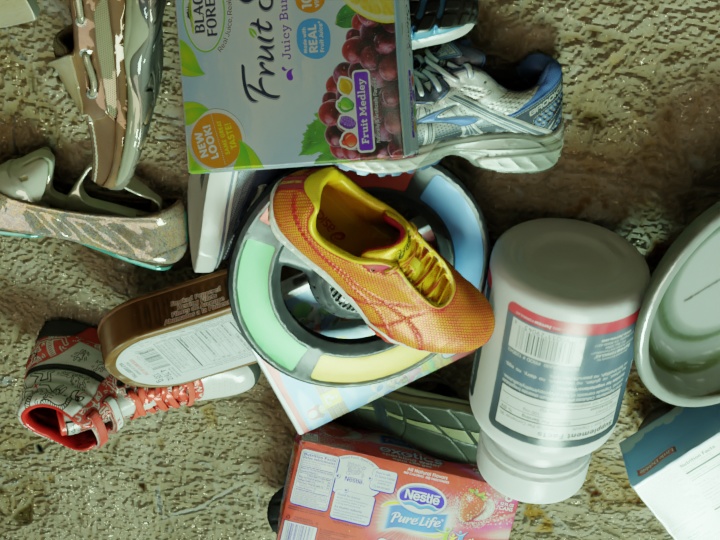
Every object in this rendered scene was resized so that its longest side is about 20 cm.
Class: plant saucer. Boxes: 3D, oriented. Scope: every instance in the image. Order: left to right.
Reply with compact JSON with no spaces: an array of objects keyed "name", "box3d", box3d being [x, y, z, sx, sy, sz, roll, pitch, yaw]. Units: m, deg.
[{"name":"plant saucer","box3d":[0.272,0.007,1.073,0.199,0.050,0.201,-18,131,-21]}]

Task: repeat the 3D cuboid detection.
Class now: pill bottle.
[{"name":"pill bottle","box3d":[0.145,0.073,1.127,0.118,0.120,0.201,8,125,2]}]

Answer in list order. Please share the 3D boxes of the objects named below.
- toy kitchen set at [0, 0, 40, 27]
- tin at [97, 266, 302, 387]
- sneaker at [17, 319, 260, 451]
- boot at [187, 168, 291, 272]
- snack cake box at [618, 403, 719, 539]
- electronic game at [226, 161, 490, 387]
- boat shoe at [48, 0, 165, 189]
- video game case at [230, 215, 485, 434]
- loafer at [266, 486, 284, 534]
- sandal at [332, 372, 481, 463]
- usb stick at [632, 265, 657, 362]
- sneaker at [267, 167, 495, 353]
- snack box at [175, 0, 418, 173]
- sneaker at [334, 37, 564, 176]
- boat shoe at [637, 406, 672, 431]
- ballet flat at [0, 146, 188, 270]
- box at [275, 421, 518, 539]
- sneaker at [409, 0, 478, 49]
[{"name":"toy kitchen set","box3d":[-0.318,-0.218,0.913,0.179,0.164,0.201,-8,133,18]},{"name":"tin","box3d":[-0.113,0.044,1.186,0.198,0.042,0.112,-18,156,8]},{"name":"sneaker","box3d":[-0.191,0.109,1.258,0.199,0.108,0.068,8,136,2]},{"name":"boot","box3d":[-0.076,-0.063,1.095,0.089,0.073,0.200,-3,151,-15]},{"name":"snack cake box","box3d":[0.321,0.139,1.170,0.199,0.067,0.115,-35,110,15]},{"name":"electronic game","box3d":[0.000,0.000,1.084,0.198,0.042,0.202,-7,121,-11]},{"name":"boat shoe","box3d":[-0.175,-0.147,1.014,0.071,0.076,0.201,10,126,-4]},{"name":"video game case","box3d":[0.015,0.038,1.156,0.199,0.017,0.144,-25,130,1]},{"name":"loafer","box3d":[0.012,0.232,1.384,0.199,0.069,0.070,6,170,-3]},{"name":"sandal","box3d":[0.040,0.108,1.257,0.199,0.058,0.080,16,144,15]},{"name":"usb stick","box3d":[0.203,0.055,1.183,0.055,0.033,0.200,29,133,-19]},{"name":"sneaker","box3d":[0.023,0.001,1.017,0.199,0.073,0.077,33,161,-28]},{"name":"snack box","box3d":[-0.042,-0.165,0.915,0.141,0.053,0.202,-3,94,15]},{"name":"sneaker","box3d":[0.048,-0.119,0.997,0.198,0.077,0.086,-4,124,-19]},{"name":"boat shoe","box3d":[0.310,0.194,1.271,0.076,0.072,0.200,-40,97,16]},{"name":"ballet flat","box3d":[-0.228,-0.057,1.141,0.198,0.068,0.068,12,117,-9]},{"name":"box","box3d":[0.032,0.201,1.294,0.198,0.096,0.101,13,101,-3]},{"name":"sneaker","box3d":[-0.016,-0.162,0.990,0.198,0.076,0.087,0,148,15]}]
